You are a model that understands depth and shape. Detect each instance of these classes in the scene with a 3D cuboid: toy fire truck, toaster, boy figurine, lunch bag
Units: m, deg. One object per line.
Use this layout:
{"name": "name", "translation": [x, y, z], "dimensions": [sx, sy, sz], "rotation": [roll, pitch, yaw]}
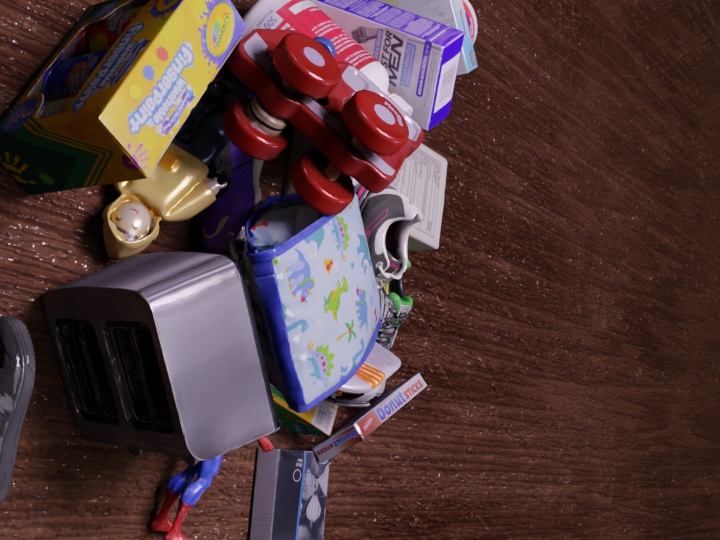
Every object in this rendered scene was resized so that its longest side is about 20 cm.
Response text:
{"name": "toy fire truck", "translation": [-0.032, -0.163, 0.974], "dimensions": [0.200, 0.112, 0.168], "rotation": [40, 32, -8]}
{"name": "toaster", "translation": [-0.183, 0.072, 0.915], "dimensions": [0.118, 0.180, 0.201], "rotation": [-25, 108, -47]}
{"name": "boy figurine", "translation": [-0.199, -0.102, 0.987], "dimensions": [0.124, 0.064, 0.200], "rotation": [38, 71, -12]}
{"name": "lunch bag", "translation": [-0.058, 0.024, 1.002], "dimensions": [0.200, 0.127, 0.171], "rotation": [-69, 147, -67]}

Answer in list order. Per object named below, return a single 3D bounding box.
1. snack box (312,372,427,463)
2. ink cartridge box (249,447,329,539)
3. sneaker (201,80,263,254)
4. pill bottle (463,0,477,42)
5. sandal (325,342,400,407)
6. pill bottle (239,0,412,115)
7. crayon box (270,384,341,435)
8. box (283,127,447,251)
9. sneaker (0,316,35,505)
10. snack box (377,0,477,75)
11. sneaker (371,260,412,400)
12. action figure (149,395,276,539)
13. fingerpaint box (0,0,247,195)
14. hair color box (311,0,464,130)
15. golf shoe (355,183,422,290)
{"name": "snack box", "translation": [0.016, 0.182, 1.245], "dimensions": [0.024, 0.072, 0.200], "rotation": [58, 28, 3]}
{"name": "ink cartridge box", "translation": [-0.085, 0.310, 1.155], "dimensions": [0.099, 0.039, 0.201], "rotation": [18, 74, -53]}
{"name": "sneaker", "translation": [-0.155, -0.118, 1.071], "dimensions": [0.099, 0.069, 0.201], "rotation": [34, 55, -42]}
{"name": "pill bottle", "translation": [0.073, -0.306, 1.349], "dimensions": [0.200, 0.112, 0.113], "rotation": [-47, 124, -44]}
{"name": "sandal", "translation": [-0.009, 0.127, 1.144], "dimensions": [0.059, 0.079, 0.207], "rotation": [-61, 161, 13]}
{"name": "pill bottle", "translation": [-0.042, -0.215, 1.109], "dimensions": [0.200, 0.112, 0.112], "rotation": [43, 42, 8]}
{"name": "crayon box", "translation": [-0.096, 0.100, 1.138], "dimensions": [0.200, 0.058, 0.119], "rotation": [41, 56, -44]}
{"name": "box", "translation": [0.010, -0.111, 1.253], "dimensions": [0.200, 0.109, 0.128], "rotation": [25, 68, -51]}
{"name": "sneaker", "translation": [-0.334, 0.132, 0.810], "dimensions": [0.104, 0.060, 0.201], "rotation": [17, 77, -57]}
{"name": "snack box", "translation": [0.036, -0.285, 1.223], "dimensions": [0.037, 0.199, 0.117], "rotation": [-43, 122, -53]}
{"name": "sneaker", "translation": [0.020, 0.067, 1.275], "dimensions": [0.078, 0.085, 0.201], "rotation": [13, 78, -53]}
{"name": "action figure", "translation": [-0.134, 0.186, 1.025], "dimensions": [0.099, 0.065, 0.201], "rotation": [22, 87, -36]}
{"name": "fingerpaint box", "translation": [-0.221, -0.171, 0.897], "dimensions": [0.073, 0.166, 0.200], "rotation": [53, 49, -37]}
{"name": "hair color box", "translation": [0.015, -0.256, 1.172], "dimensions": [0.065, 0.199, 0.110], "rotation": [-42, 150, -45]}
{"name": "golf shoe", "translation": [0.000, 0.000, 1.121], "dimensions": [0.077, 0.088, 0.201], "rotation": [9, 105, -50]}
